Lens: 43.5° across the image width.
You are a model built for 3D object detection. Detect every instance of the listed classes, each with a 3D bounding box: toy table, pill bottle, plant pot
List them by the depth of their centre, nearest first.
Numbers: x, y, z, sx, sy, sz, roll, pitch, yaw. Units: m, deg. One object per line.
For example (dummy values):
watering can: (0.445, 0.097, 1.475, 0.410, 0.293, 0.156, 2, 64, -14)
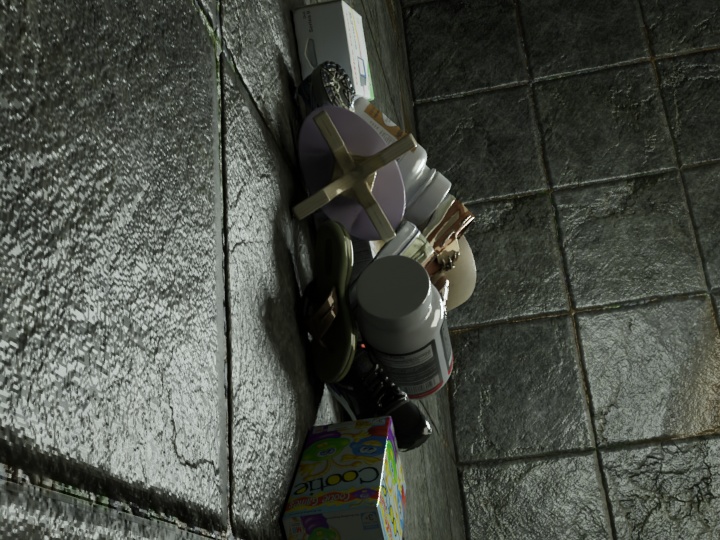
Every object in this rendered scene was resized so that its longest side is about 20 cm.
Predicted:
pill bottle: (0.057, 0.076, 1.184, 0.201, 0.114, 0.117, 73, 11, -53)
toy table: (-0.012, -0.129, 1.216, 0.200, 0.184, 0.117, 47, 3, -6)
pill bottle: (0.040, -0.167, 1.418, 0.199, 0.115, 0.114, 39, 17, -7)
plant pot: (0.077, 0.002, 1.524, 0.134, 0.199, 0.202, -33, 124, -32)

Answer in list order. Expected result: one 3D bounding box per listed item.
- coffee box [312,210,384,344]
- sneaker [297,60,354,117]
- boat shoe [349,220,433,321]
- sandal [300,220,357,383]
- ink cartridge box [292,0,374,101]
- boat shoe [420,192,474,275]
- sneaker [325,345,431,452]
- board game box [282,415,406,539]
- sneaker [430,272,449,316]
coffee box: (0.000, 0.000, 1.350, 0.114, 0.079, 0.203, -34, 111, -73)
sneaker: (-0.035, -0.198, 1.322, 0.077, 0.085, 0.202, -22, 96, -44)
boat shoe: (0.026, 0.022, 1.249, 0.062, 0.201, 0.072, 40, -9, -2)
sandal: (-0.049, 0.040, 1.130, 0.057, 0.079, 0.204, -3, 92, -40)
ink cartridge box: (-0.041, -0.345, 1.465, 0.200, 0.086, 0.147, -35, 116, -77)
boat shoe: (0.121, -0.034, 1.404, 0.201, 0.071, 0.076, -59, 176, -28)
sneaker: (0.009, 0.148, 1.138, 0.199, 0.075, 0.088, 34, -32, 44)
board game box: (-0.012, 0.258, 1.002, 0.200, 0.103, 0.104, -74, 153, -72)
sneaker: (0.107, 0.101, 1.403, 0.201, 0.075, 0.071, -62, 164, -20)
